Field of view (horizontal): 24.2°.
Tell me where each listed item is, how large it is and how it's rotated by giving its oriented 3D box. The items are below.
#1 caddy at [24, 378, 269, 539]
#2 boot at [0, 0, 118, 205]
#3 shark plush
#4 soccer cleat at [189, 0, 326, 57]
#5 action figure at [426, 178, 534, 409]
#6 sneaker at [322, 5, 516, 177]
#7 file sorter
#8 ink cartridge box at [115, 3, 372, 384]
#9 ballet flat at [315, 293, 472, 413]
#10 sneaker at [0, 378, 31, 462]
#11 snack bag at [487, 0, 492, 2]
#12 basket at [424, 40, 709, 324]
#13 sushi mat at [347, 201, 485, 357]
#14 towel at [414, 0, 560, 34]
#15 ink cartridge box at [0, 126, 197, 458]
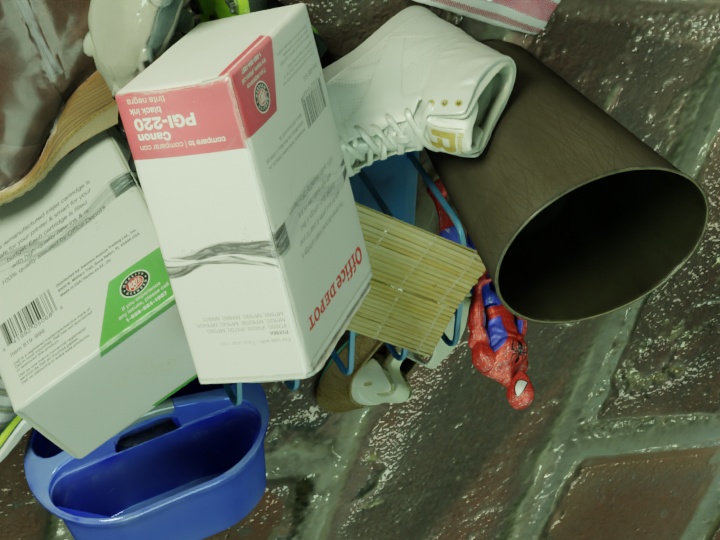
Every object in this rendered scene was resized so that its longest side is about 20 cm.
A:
[{"bbox_3d":[-0.167,0.144,1.347,0.199,0.142,0.105,-22,139,-12],"label":"caddy"},{"bbox_3d":[-0.244,-0.141,1.119,0.199,0.072,0.167,-30,125,0],"label":"boot"},{"bbox_3d":[-0.126,-0.153,1.084,0.083,0.091,0.201,-28,124,-47],"label":"shark plush"},{"bbox_3d":[-0.067,-0.164,1.178,0.081,0.068,0.200,-37,154,-17],"label":"soccer cleat"},{"bbox_3d":[0.104,0.017,1.338,0.052,0.201,0.065,-29,152,34],"label":"action figure"},{"bbox_3d":[0.024,-0.104,1.200,0.200,0.115,0.074,-46,144,-19],"label":"sneaker"},{"bbox_3d":[-0.028,0.005,1.314,0.199,0.123,0.139,-15,135,-18],"label":"file sorter"},{"bbox_3d":[-0.067,-0.048,1.068,0.084,0.146,0.201,-7,113,22],"label":"ink cartridge box"},{"bbox_3d":[0.039,0.067,1.442,0.200,0.072,0.068,-46,135,15],"label":"ballet flat"},{"bbox_3d":[-0.283,0.089,1.293,0.200,0.074,0.081,-38,130,-4],"label":"sneaker"},{"bbox_3d":[0.041,-0.294,1.038,0.188,0.021,0.201,27,83,-11],"label":"snack bag"},{"bbox_3d":[0.133,-0.075,1.273,0.179,0.200,0.137,-12,132,-24],"label":"basket"},{"bbox_3d":[0.000,0.000,1.230,0.199,0.012,0.096,20,113,-35],"label":"sushi mat"},{"bbox_3d":[0.121,-0.267,1.222,0.146,0.030,0.201,9,123,-34],"label":"towel"},{"bbox_3d":[-0.190,0.005,1.169,0.146,0.200,0.083,-35,140,4],"label":"ink cartridge box"}]
